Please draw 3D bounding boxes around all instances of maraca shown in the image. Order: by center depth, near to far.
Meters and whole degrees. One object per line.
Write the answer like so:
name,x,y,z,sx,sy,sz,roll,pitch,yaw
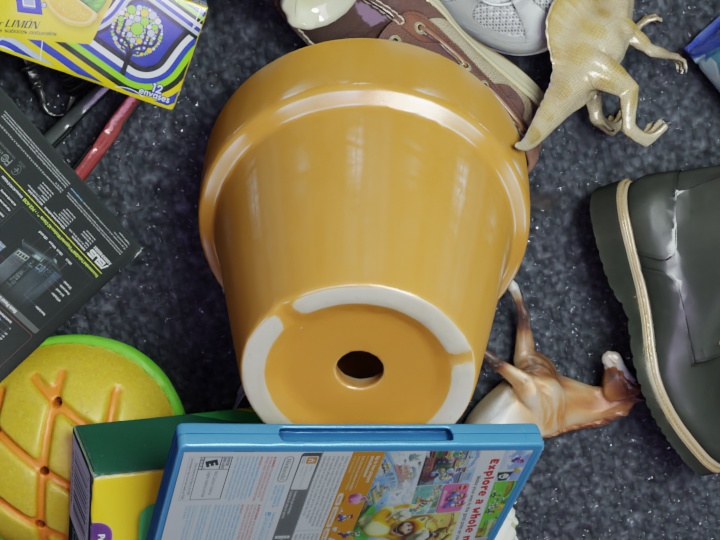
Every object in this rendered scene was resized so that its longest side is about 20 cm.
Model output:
maraca,-0.202,0.117,0.921,0.199,0.107,0.137,-23,94,7

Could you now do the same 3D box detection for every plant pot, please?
plant pot,0.000,0.000,0.844,0.199,0.184,0.201,1,128,2

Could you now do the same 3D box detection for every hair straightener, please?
hair straightener,-0.175,-0.110,0.917,0.077,0.041,0.200,38,99,-9

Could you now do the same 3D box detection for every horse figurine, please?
horse figurine,0.077,0.095,0.967,0.200,0.050,0.133,-42,113,-3

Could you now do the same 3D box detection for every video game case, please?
video game case,-0.014,0.133,0.816,0.199,0.018,0.143,2,135,-18

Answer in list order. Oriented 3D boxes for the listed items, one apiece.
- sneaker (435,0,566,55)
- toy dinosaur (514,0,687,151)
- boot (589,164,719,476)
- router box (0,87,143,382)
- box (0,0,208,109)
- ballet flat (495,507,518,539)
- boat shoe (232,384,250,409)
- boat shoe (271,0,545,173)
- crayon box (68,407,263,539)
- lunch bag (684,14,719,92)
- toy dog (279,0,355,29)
sneaker,0.052,-0.206,0.903,0.200,0.082,0.075,43,93,-13
toy dinosaur,0.145,-0.123,0.923,0.101,0.058,0.200,44,63,-27
boot,0.240,0.025,0.933,0.138,0.077,0.200,-17,103,30
router box,-0.232,-0.024,0.826,0.150,0.062,0.200,-44,145,-8
box,-0.190,-0.158,0.838,0.199,0.070,0.064,18,105,-12
ballet flat,0.078,0.171,0.932,0.069,0.070,0.200,-31,133,0
boat shoe,-0.071,0.133,0.954,0.072,0.068,0.200,35,95,-10
boat shoe,0.030,-0.123,0.911,0.200,0.072,0.072,34,126,-14
crayon box,-0.087,0.182,0.897,0.172,0.058,0.201,-4,118,-23
lunch bag,0.340,-0.145,0.927,0.200,0.127,0.170,-42,98,-11
toy dog,-0.068,-0.270,0.838,0.139,0.200,0.194,1,139,-36
